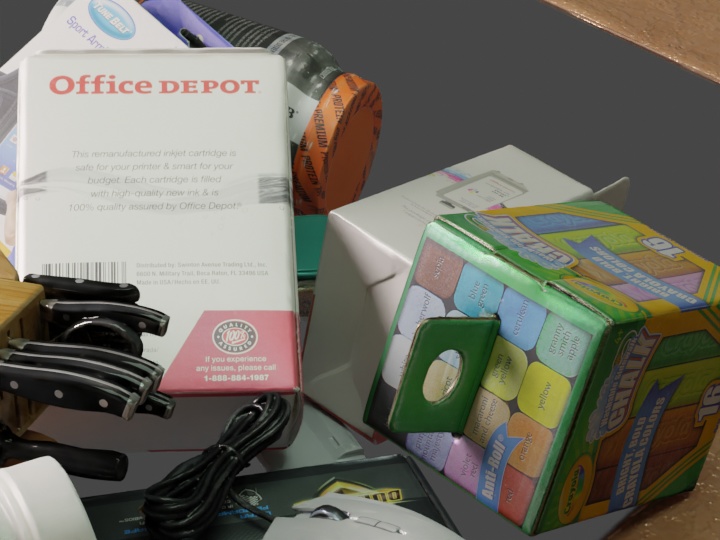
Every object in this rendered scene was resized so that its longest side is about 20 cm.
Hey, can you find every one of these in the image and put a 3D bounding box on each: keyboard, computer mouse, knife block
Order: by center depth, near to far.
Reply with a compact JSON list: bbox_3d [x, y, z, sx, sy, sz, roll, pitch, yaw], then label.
[{"bbox_3d":[-0.190,0.050,1.009,0.199,0.064,0.176,-13,29,-22],"label":"knife block"},{"bbox_3d":[-0.003,0.124,1.023,0.199,0.044,0.110,27,35,25],"label":"computer mouse"},{"bbox_3d":[-0.065,0.054,1.241,0.056,0.011,0.200,-14,38,-23],"label":"keyboard"}]

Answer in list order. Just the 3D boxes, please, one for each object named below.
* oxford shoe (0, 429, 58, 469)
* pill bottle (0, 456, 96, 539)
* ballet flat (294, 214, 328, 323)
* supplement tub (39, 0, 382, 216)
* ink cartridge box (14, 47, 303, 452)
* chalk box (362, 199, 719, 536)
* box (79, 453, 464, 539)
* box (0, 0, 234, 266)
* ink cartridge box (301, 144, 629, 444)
[{"bbox_3d":[-0.235,0.099,1.057,0.199,0.072,0.071,4,33,12],"label":"oxford shoe"},{"bbox_3d":[-0.210,0.149,0.930,0.199,0.113,0.112,-18,40,-21],"label":"pill bottle"},{"bbox_3d":[0.000,0.000,1.284,0.199,0.067,0.068,-14,41,-29],"label":"ballet flat"},{"bbox_3d":[-0.095,-0.099,1.367,0.199,0.123,0.123,19,33,17],"label":"supplement tub"},{"bbox_3d":[-0.107,-0.011,1.171,0.146,0.083,0.201,-1,64,-5],"label":"ink cartridge box"},{"bbox_3d":[0.094,0.048,1.138,0.124,0.125,0.200,32,25,32],"label":"chalk box"},{"bbox_3d":[-0.041,0.161,1.041,0.199,0.046,0.159,-5,34,-21],"label":"box"},{"bbox_3d":[-0.161,-0.081,1.280,0.119,0.042,0.200,41,80,22],"label":"box"},{"bbox_3d":[0.060,0.005,1.239,0.067,0.117,0.200,32,34,31],"label":"ink cartridge box"}]
